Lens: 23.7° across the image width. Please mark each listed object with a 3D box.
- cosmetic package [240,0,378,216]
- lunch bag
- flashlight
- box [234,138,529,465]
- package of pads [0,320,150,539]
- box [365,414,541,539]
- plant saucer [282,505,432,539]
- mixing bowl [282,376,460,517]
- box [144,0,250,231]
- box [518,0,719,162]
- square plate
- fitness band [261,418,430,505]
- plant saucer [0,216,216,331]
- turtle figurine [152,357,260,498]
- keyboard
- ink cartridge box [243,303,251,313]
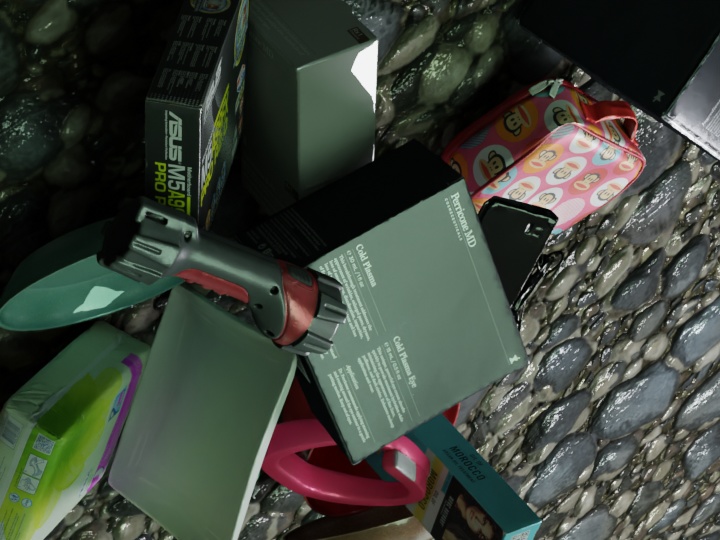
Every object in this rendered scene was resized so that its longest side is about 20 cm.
[{"bbox_3d":[-0.046,-0.134,1.459,0.090,0.107,0.201,-25,139,-22],"label":"cosmetic package"},{"bbox_3d":[0.193,-0.113,1.697,0.176,0.082,0.200,-36,152,21],"label":"lunch bag"},{"bbox_3d":[-0.103,0.007,1.281,0.199,0.068,0.068,21,75,-36],"label":"flashlight"},{"bbox_3d":[0.020,0.026,1.454,0.181,0.104,0.201,-27,121,-10],"label":"box"},{"bbox_3d":[-0.266,0.151,1.485,0.155,0.068,0.200,-65,173,24],"label":"package of pads"},{"bbox_3d":[0.086,0.212,1.664,0.049,0.200,0.083,-12,133,-37],"label":"box"},{"bbox_3d":[0.019,0.268,1.777,0.199,0.037,0.200,-15,179,0],"label":"plant saucer"},{"bbox_3d":[-0.005,0.144,1.771,0.199,0.108,0.201,-26,141,-23],"label":"mixing bowl"},{"bbox_3d":[-0.125,-0.123,1.333,0.044,0.201,0.161,9,131,2],"label":"box"},{"bbox_3d":[0.291,-0.209,1.630,0.196,0.200,0.124,20,106,-52],"label":"box"},{"bbox_3d":[-0.135,0.132,1.496,0.028,0.198,0.202,14,99,-41],"label":"square plate"},{"bbox_3d":[-0.015,0.181,1.604,0.200,0.142,0.038,51,41,-61],"label":"fitness band"},{"bbox_3d":[-0.212,-0.004,1.425,0.198,0.036,0.200,-21,169,-4],"label":"plant saucer"},{"bbox_3d":[-0.160,0.161,1.610,0.100,0.149,0.202,-6,117,-46],"label":"turtle figurine"},{"bbox_3d":[0.114,0.019,1.591,0.103,0.040,0.201,15,118,-25],"label":"keyboard"},{"bbox_3d":[0.000,0.000,1.601,0.199,0.145,0.088,-33,143,-15],"label":"ink cartridge box"}]
